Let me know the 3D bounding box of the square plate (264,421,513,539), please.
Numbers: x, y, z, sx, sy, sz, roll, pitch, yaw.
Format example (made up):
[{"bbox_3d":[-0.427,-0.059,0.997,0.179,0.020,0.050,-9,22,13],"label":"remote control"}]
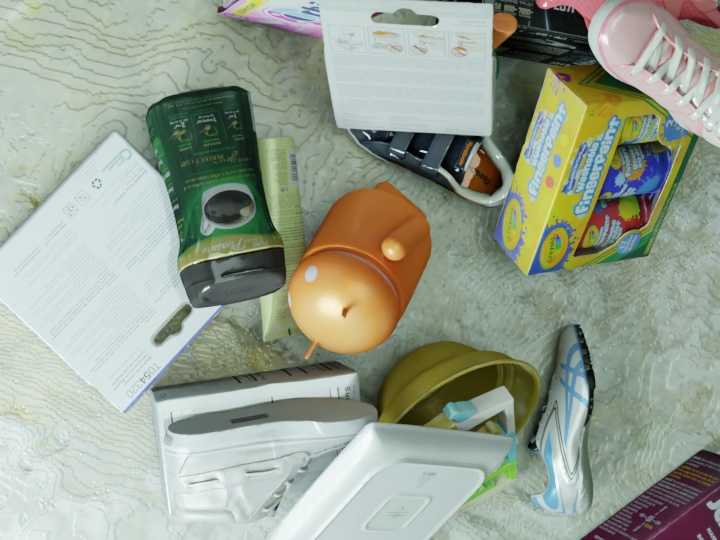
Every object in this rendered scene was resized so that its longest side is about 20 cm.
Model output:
[{"bbox_3d":[0.029,0.223,1.225,0.199,0.029,0.199,11,129,-41],"label":"square plate"}]

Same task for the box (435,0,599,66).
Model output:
[{"bbox_3d":[0.193,-0.264,1.282,0.197,0.164,0.087,8,90,-12],"label":"box"}]

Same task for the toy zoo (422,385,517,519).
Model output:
[{"bbox_3d":[0.097,0.188,1.277,0.130,0.201,0.021,-27,54,-11],"label":"toy zoo"}]

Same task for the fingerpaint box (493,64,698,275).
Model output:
[{"bbox_3d":[0.241,-0.102,1.272,0.165,0.074,0.202,-8,131,-29],"label":"fingerpaint box"}]

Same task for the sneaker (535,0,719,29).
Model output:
[{"bbox_3d":[0.250,-0.252,1.187,0.198,0.074,0.088,18,103,-10],"label":"sneaker"}]

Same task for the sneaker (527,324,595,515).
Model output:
[{"bbox_3d":[0.214,0.157,1.352,0.072,0.072,0.203,2,84,14],"label":"sneaker"}]

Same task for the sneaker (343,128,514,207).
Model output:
[{"bbox_3d":[0.076,-0.131,1.304,0.198,0.079,0.079,26,87,-11],"label":"sneaker"}]

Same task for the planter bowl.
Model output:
[{"bbox_3d":[0.079,0.132,1.288,0.199,0.201,0.084,-26,54,-11],"label":"planter bowl"}]

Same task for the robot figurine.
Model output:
[{"bbox_3d":[0.001,-0.001,1.244,0.142,0.201,0.118,2,130,25],"label":"robot figurine"}]

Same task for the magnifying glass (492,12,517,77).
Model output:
[{"bbox_3d":[0.112,-0.213,1.246,0.079,0.200,0.023,9,81,-9],"label":"magnifying glass"}]

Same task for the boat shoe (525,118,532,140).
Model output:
[{"bbox_3d":[0.279,-0.152,1.356,0.198,0.068,0.073,-11,92,-14],"label":"boat shoe"}]

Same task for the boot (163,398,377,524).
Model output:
[{"bbox_3d":[-0.079,0.178,1.177,0.197,0.074,0.097,-6,103,-8],"label":"boot"}]

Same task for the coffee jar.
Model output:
[{"bbox_3d":[-0.137,-0.068,1.218,0.103,0.085,0.202,-11,83,-17],"label":"coffee jar"}]

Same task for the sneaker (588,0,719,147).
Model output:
[{"bbox_3d":[0.295,-0.173,1.136,0.199,0.105,0.076,31,96,-36],"label":"sneaker"}]

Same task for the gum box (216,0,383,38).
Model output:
[{"bbox_3d":[-0.058,-0.275,1.211,0.112,0.200,0.067,9,89,-20],"label":"gum box"}]

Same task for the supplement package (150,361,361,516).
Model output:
[{"bbox_3d":[-0.101,0.162,1.256,0.197,0.109,0.115,-7,93,-12],"label":"supplement package"}]

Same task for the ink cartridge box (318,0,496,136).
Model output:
[{"bbox_3d":[0.048,-0.202,1.192,0.158,0.201,0.048,5,61,8],"label":"ink cartridge box"}]

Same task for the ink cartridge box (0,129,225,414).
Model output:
[{"bbox_3d":[-0.239,0.002,1.254,0.200,0.043,0.197,45,80,-12],"label":"ink cartridge box"}]

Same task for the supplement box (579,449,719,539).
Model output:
[{"bbox_3d":[0.344,0.307,1.365,0.199,0.103,0.132,-34,98,-10],"label":"supplement box"}]

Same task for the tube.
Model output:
[{"bbox_3d":[-0.083,-0.033,1.284,0.057,0.052,0.203,-7,94,-8],"label":"tube"}]
